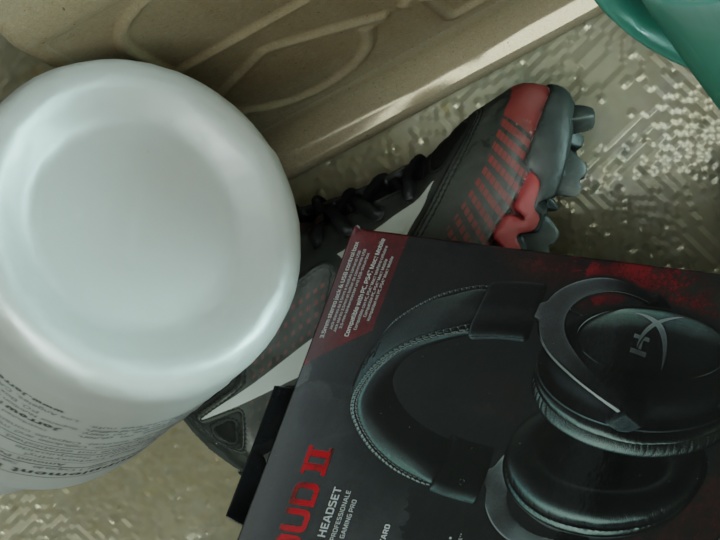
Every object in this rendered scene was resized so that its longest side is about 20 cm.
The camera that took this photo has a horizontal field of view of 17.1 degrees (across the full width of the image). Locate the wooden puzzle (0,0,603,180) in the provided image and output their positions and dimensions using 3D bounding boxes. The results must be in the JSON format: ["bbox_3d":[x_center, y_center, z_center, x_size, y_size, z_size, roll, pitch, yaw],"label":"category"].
[{"bbox_3d":[-0.006,-0.110,0.803,0.185,0.200,0.046,-28,67,14],"label":"wooden puzzle"}]

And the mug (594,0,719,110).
[{"bbox_3d":[0.168,-0.096,0.735,0.152,0.185,0.114,-40,115,3],"label":"mug"}]

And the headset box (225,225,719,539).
[{"bbox_3d":[0.056,0.074,0.753,0.200,0.149,0.077,9,152,24],"label":"headset box"}]

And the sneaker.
[{"bbox_3d":[0.000,0.000,0.876,0.098,0.071,0.200,37,109,-7],"label":"sneaker"}]

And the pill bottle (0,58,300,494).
[{"bbox_3d":[-0.106,0.014,0.827,0.114,0.114,0.200,42,152,-6],"label":"pill bottle"}]
